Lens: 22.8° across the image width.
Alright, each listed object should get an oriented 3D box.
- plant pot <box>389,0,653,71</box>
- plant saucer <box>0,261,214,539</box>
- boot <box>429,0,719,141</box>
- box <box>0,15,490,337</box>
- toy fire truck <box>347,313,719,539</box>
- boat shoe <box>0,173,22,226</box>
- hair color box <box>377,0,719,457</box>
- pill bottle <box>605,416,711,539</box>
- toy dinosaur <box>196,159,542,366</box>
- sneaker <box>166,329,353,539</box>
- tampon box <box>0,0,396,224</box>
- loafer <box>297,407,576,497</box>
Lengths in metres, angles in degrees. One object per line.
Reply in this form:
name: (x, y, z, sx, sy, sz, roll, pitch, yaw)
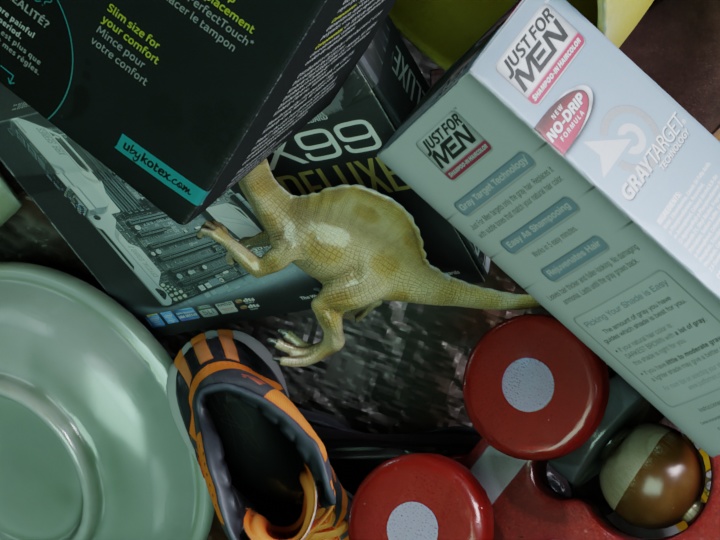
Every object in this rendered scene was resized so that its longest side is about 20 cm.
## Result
plant pot: (0.079, -0.195, 0.774, 0.142, 0.200, 0.201, -39, 102, -20)
plant saucer: (-0.171, 0.097, 0.931, 0.199, 0.050, 0.202, 12, 119, 23)
boot: (0.115, -0.093, 0.852, 0.165, 0.072, 0.202, 1, 112, 5)
box: (-0.055, -0.048, 0.843, 0.199, 0.050, 0.158, -10, 135, 26)
toy fire truck: (0.104, 0.119, 0.825, 0.168, 0.112, 0.200, 42, 97, 17)
boat shoe: (-0.248, -0.097, 0.910, 0.062, 0.072, 0.201, -34, 106, -9)
hair color box: (0.112, -0.017, 0.740, 0.200, 0.061, 0.099, 41, 153, -6)
pill bottle: (0.201, 0.102, 0.884, 0.113, 0.113, 0.200, 40, 109, -6)
toy dinosaur: (0.000, 0.000, 0.798, 0.199, 0.058, 0.101, 27, 137, -15)
sneaker: (-0.032, 0.129, 0.853, 0.077, 0.112, 0.201, -32, 106, -1)
tampon box: (-0.049, -0.151, 0.647, 0.150, 0.126, 0.200, 39, 126, 3)
loafer: (0.014, 0.119, 0.939, 0.198, 0.063, 0.072, 10, 108, 4)
